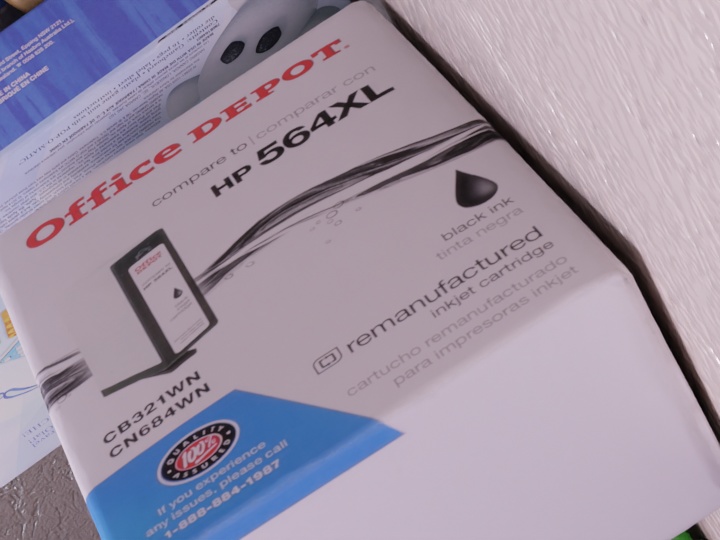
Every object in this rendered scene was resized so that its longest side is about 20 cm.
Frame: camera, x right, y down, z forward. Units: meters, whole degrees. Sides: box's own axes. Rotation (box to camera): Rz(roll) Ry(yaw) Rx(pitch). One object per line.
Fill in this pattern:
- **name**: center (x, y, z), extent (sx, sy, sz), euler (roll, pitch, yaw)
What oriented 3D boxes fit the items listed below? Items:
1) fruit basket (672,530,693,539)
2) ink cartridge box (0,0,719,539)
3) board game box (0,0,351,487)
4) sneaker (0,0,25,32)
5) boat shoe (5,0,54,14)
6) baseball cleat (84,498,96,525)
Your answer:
- **fruit basket**: center (0.040, 0.155, 0.774), extent (0.215, 0.155, 0.217), euler (30, 124, 57)
- **ink cartridge box**: center (-0.011, 0.024, 0.648), extent (0.085, 0.146, 0.200), euler (59, 176, -32)
- **board game box**: center (-0.084, -0.026, 0.806), extent (0.043, 0.199, 0.199), euler (52, 174, 24)
- **sneaker**: center (-0.089, -0.116, 0.893), extent (0.104, 0.076, 0.200), euler (21, -157, 6)
- **boat shoe**: center (-0.085, -0.149, 0.813), extent (0.074, 0.066, 0.200), euler (33, -155, -14)
- **baseball cleat**: center (-0.034, 0.041, 0.882), extent (0.107, 0.199, 0.070), euler (55, -154, -36)
